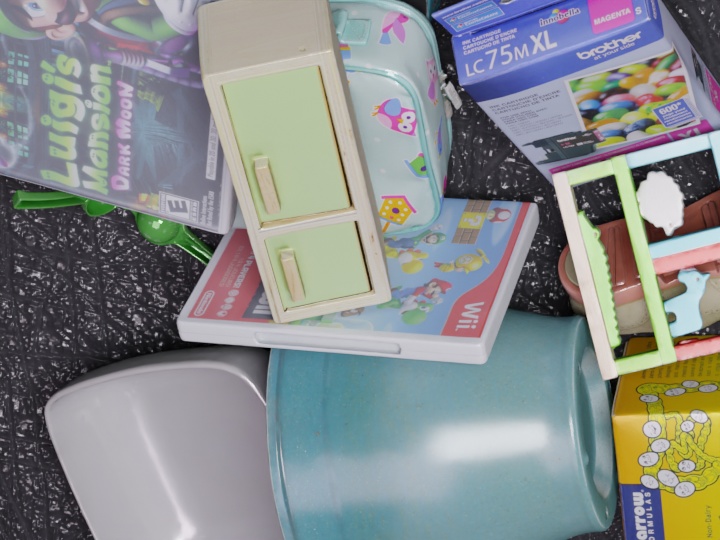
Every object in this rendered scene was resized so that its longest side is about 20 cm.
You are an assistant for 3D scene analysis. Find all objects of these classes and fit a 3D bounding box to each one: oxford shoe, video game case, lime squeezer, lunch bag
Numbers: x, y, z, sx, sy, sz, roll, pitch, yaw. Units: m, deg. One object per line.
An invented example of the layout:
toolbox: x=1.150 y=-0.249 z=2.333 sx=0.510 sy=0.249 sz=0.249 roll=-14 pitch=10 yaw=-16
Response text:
oxford shoe: x=0.228 y=-0.003 z=1.303 sx=0.198 sy=0.071 sz=0.074 roll=-8 pitch=143 yaw=12
video game case: x=0.000 y=0.000 z=1.290 sx=0.198 sy=0.143 sz=0.018 roll=4 pitch=129 yaw=19
video game case: x=-0.156 y=-0.120 z=1.224 sx=0.180 sy=0.023 sz=0.201 roll=15 pitch=135 yaw=7
lime squeezer: x=-0.144 y=-0.034 z=1.367 sx=0.199 sy=0.071 sz=0.038 roll=25 pitch=103 yaw=-32
lunch bag: x=-0.038 y=-0.101 z=1.276 sx=0.198 sy=0.077 sz=0.161 roll=3 pitch=137 yaw=14

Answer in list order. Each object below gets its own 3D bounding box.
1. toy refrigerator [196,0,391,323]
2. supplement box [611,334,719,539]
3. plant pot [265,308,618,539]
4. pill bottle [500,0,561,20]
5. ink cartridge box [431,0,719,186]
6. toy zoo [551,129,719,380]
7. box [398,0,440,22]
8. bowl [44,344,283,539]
toy refrigerator: x=-0.036 y=-0.062 z=1.192 sx=0.075 sy=0.070 sz=0.201 roll=-11 pitch=136 yaw=3
supplement box: x=0.266 y=0.111 z=1.310 sx=0.198 sy=0.110 sz=0.110 roll=-3 pitch=113 yaw=15
plant pot: x=0.061 y=0.105 z=1.300 sx=0.186 sy=0.200 sz=0.202 roll=-7 pitch=112 yaw=17
pill bottle: x=0.158 y=-0.225 z=1.179 sx=0.199 sy=0.117 sz=0.117 roll=-25 pitch=106 yaw=21
ink cartridge box: x=0.133 y=-0.114 z=1.209 sx=0.119 sy=0.042 sz=0.200 roll=-17 pitch=151 yaw=20
toy zoo: x=0.227 y=-0.021 z=1.243 sx=0.198 sy=0.020 sz=0.132 roll=-14 pitch=91 yaw=11
box: x=-0.048 y=-0.207 z=1.271 sx=0.198 sy=0.049 sz=0.083 roll=8 pitch=116 yaw=10
bowl: x=-0.099 y=0.138 z=1.409 sx=0.199 sy=0.075 sz=0.201 roll=-10 pitch=112 yaw=35
